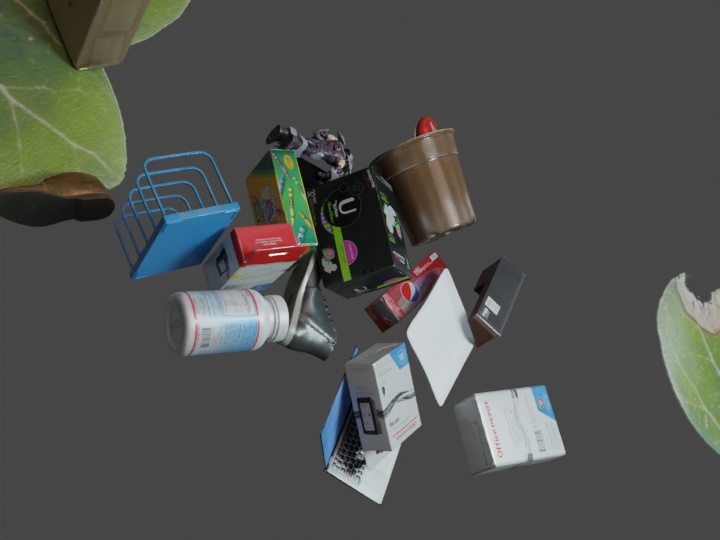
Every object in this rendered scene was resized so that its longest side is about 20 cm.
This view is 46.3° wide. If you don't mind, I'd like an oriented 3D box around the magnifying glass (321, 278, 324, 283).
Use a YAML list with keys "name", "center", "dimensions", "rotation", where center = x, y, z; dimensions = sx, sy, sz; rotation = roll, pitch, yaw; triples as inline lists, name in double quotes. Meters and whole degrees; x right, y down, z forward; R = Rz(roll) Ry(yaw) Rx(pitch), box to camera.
- name: "magnifying glass"
  center: [0.000, 0.000, 1.712]
  dimensions: [0.198, 0.022, 0.081]
  rotation: [1, 67, -31]

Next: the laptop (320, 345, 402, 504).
- name: "laptop"
  center: [0.013, 0.280, 1.513]
  dimensions: [0.199, 0.116, 0.189]
  rotation: [35, 53, -14]

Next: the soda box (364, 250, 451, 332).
- name: "soda box"
  center: [0.099, 0.042, 1.721]
  dimensions: [0.064, 0.070, 0.200]
  rotation: [52, 49, 0]

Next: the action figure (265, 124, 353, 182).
- name: "action figure"
  center: [-0.091, -0.248, 1.736]
  dimensions: [0.198, 0.070, 0.131]
  rotation: [11, 40, -40]

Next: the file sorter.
- name: "file sorter"
  center: [-0.320, -0.094, 1.432]
  dimensions: [0.138, 0.200, 0.124]
  rotation: [-14, 71, -37]

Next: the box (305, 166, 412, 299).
- name: "box"
  center: [-0.003, -0.068, 1.610]
  dimensions: [0.124, 0.147, 0.203]
  rotation: [31, 44, -66]

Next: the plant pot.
- name: "plant pot"
  center: [0.143, -0.168, 1.793]
  dimensions: [0.199, 0.200, 0.201]
  rotation: [-18, 86, -38]

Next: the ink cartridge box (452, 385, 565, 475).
- name: "ink cartridge box"
  center: [0.301, 0.322, 1.703]
  dimensions: [0.198, 0.086, 0.148]
  rotation: [-1, 67, -32]

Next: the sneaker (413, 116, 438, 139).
- name: "sneaker"
  center: [0.180, -0.270, 1.926]
  dimensions: [0.076, 0.085, 0.202]
  rotation: [2, 66, -33]

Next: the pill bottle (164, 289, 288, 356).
- name: "pill bottle"
  center: [-0.229, 0.088, 1.455]
  dimensions: [0.198, 0.109, 0.110]
  rotation: [-1, 67, -34]

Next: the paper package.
- name: "paper package"
  center: [-0.484, -0.505, 1.531]
  dimensions: [0.103, 0.200, 0.192]
  rotation: [-17, 76, -38]

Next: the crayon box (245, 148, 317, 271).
- name: "crayon box"
  center: [-0.152, -0.113, 1.602]
  dimensions: [0.058, 0.119, 0.202]
  rotation: [-3, 68, -34]

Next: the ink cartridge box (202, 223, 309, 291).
- name: "ink cartridge box"
  center: [-0.186, -0.025, 1.481]
  dimensions: [0.115, 0.200, 0.068]
  rotation: [-8, 71, -36]

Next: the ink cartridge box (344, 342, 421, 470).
- name: "ink cartridge box"
  center: [0.046, 0.242, 1.499]
  dimensions: [0.116, 0.067, 0.203]
  rotation: [-26, 107, -54]

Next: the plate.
- name: "plate"
  center: [0.156, 0.133, 1.694]
  dimensions: [0.200, 0.032, 0.201]
  rotation: [-54, 130, -39]

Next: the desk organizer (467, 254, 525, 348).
- name: "desk organizer"
  center: [0.282, 0.066, 1.818]
  dimensions: [0.072, 0.077, 0.201]
  rotation: [41, 47, -9]

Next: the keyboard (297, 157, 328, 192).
- name: "keyboard"
  center: [-0.079, -0.153, 1.737]
  dimensions: [0.198, 0.021, 0.128]
  rotation: [28, 48, -18]

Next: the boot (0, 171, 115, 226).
- name: "boot"
  center: [-0.519, -0.124, 1.409]
  dimensions: [0.198, 0.074, 0.076]
  rotation: [-4, 50, -39]

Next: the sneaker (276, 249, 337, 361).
- name: "sneaker"
  center: [-0.088, 0.067, 1.591]
  dimensions: [0.105, 0.075, 0.202]
  rotation: [27, 63, -25]
